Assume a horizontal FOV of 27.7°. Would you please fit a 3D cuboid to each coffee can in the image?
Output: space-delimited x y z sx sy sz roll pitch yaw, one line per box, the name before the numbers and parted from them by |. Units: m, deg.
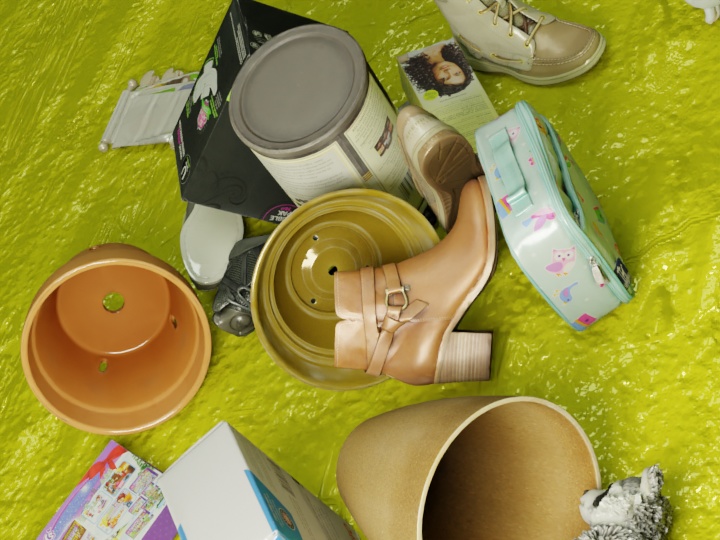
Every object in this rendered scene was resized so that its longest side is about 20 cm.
coffee can | -0.026 -0.129 1.475 0.145 0.200 0.148 -11 58 19

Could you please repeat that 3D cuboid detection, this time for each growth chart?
growth chart | -0.267 -0.213 1.945 0.198 0.018 0.146 3 56 40

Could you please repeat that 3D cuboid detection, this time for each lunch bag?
lunch bag | 0.176 -0.053 1.344 0.077 0.161 0.201 -29 41 14

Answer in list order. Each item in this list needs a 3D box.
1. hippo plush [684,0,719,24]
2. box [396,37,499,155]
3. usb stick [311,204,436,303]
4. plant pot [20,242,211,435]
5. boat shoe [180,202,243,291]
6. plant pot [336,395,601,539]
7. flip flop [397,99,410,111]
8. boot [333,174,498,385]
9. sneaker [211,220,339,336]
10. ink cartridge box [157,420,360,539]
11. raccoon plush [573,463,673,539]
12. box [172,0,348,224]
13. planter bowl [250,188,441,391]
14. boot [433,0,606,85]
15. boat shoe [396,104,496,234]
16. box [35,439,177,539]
hippo plush | 0.353 -0.355 1.475 0.198 0.160 0.162 -11 47 30
box | 0.103 -0.165 1.559 0.074 0.050 0.201 -19 47 -5
usb stick | 0.000 0.000 1.536 0.200 0.033 0.055 -46 47 -6
plant pot | -0.268 0.058 1.587 0.199 0.201 0.140 -38 24 4
boat shoe | -0.172 -0.051 1.695 0.071 0.061 0.204 4 50 -6
plant pot | 0.069 0.183 1.227 0.187 0.186 0.199 -54 29 -15
flip flop | 0.021 -0.140 1.621 0.200 0.058 0.081 -46 43 -9
boot | 0.052 0.007 1.381 0.153 0.077 0.203 4 90 7
sneaker | -0.091 0.014 1.541 0.198 0.076 0.115 -16 48 53
ink cartridge box | -0.066 0.243 1.241 0.086 0.200 0.147 -39 40 4
raccoon plush | 0.228 0.251 1.123 0.133 0.097 0.200 -35 68 -14
box | -0.105 -0.173 1.622 0.201 0.147 0.125 -59 30 33
planter bowl | -0.019 0.010 1.437 0.200 0.201 0.083 -42 22 -1
boot | 0.155 -0.278 1.565 0.199 0.155 0.072 15 64 44
boat shoe | 0.086 -0.097 1.424 0.071 0.200 0.065 -38 60 -4
box | -0.269 0.284 1.489 0.136 0.039 0.201 22 70 46
